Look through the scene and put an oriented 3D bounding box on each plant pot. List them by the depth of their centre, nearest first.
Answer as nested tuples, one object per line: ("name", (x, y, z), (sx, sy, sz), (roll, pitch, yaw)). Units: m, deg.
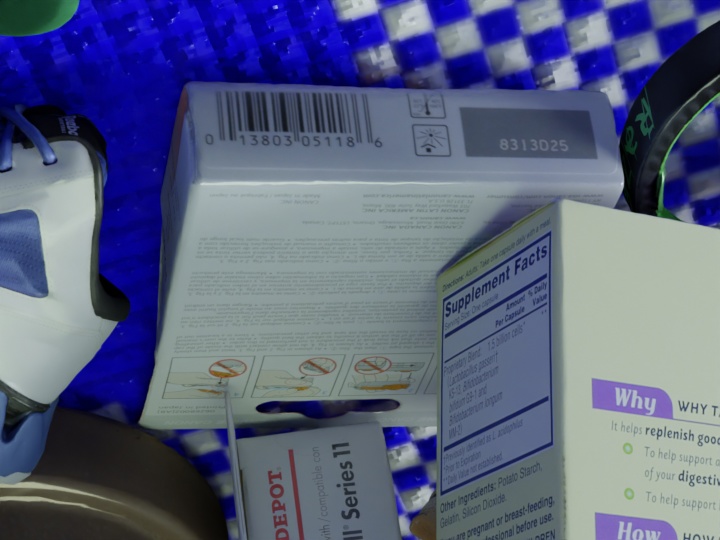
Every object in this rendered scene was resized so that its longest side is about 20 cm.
("plant pot", (-0.146, 0.181, 0.893), (0.199, 0.175, 0.201), (-5, 135, -5))

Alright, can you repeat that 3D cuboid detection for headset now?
("headset", (0.196, -0.044, 0.798), (0.199, 0.094, 0.124), (-12, 136, -9))

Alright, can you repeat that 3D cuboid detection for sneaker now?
("sneaker", (-0.153, -0.029, 0.762), (0.115, 0.081, 0.199), (-46, 114, -1))

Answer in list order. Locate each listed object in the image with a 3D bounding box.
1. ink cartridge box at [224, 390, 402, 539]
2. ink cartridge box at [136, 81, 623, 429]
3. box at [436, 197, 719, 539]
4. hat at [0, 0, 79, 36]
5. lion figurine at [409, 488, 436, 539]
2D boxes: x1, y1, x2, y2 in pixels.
("ink cartridge box", (-0.013, 0.146, 0.918), (0.067, 0.118, 0.201), (-7, 141, -3))
("ink cartridge box", (0.000, 0.000, 0.854), (0.161, 0.050, 0.200), (0, 152, -12))
("box", (0.123, 0.095, 0.778), (0.175, 0.201, 0.097), (9, 160, -23))
("hat", (-0.087, -0.181, 0.645), (0.176, 0.165, 0.200), (-48, 138, -22))
("lion figurine", (0.055, 0.152, 0.933), (0.072, 0.123, 0.201), (0, 126, -1))
